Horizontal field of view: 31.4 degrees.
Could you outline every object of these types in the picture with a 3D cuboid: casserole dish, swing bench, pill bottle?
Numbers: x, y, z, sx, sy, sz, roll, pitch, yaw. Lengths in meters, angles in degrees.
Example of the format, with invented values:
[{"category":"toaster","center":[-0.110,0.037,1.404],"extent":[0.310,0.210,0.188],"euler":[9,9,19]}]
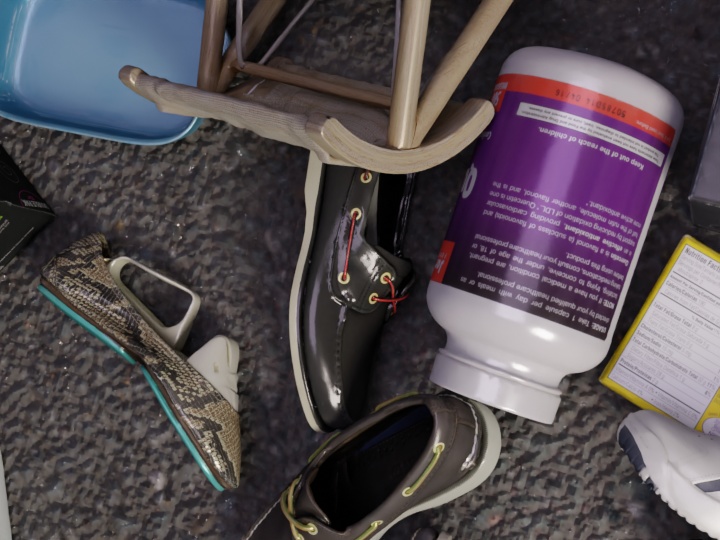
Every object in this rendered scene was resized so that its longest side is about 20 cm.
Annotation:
[{"category":"casserole dish","center":[-0.174,-0.150,0.875],"extent":[0.198,0.039,0.123],"euler":[11,88,17]},{"category":"swing bench","center":[-0.012,-0.162,0.748],"extent":[0.198,0.129,0.202],"euler":[22,92,45]},{"category":"pill bottle","center":[0.107,-0.019,0.744],"extent":[0.111,0.112,0.202],"euler":[19,89,16]}]

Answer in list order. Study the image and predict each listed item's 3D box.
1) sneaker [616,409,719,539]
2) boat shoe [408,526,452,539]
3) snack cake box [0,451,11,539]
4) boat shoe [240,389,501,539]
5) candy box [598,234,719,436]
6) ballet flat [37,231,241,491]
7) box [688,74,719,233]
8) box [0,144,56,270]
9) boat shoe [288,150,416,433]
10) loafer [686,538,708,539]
[{"category":"sneaker","center":[0.248,0.100,0.685],"extent":[0.198,0.079,0.130],"euler":[33,97,16]},{"category":"boat shoe","center":[-0.015,0.232,0.775],"extent":[0.062,0.073,0.201],"euler":[33,98,13]},{"category":"snack cake box","center":[-0.339,0.195,0.870],"extent":[0.198,0.067,0.116],"euler":[-12,82,14]},{"category":"boat shoe","center":[-0.011,0.133,0.765],"extent":[0.201,0.060,0.072],"euler":[-38,51,23]},{"category":"candy box","center":[0.249,0.074,0.740],"extent":[0.199,0.026,0.103],"euler":[33,94,16]},{"category":"ballet flat","center":[-0.127,0.048,0.832],"extent":[0.075,0.068,0.200],"euler":[-43,73,-9]},{"category":"box","center":[0.288,-0.056,0.692],"extent":[0.198,0.122,0.107],"euler":[15,89,16]},{"category":"box","center":[-0.324,-0.059,0.822],"extent":[0.124,0.200,0.149],"euler":[-43,76,7]},{"category":"boat shoe","center":[-0.001,0.000,0.792],"extent":[0.062,0.074,0.204],"euler":[2,81,23]},{"category":"loafer","center":[0.250,0.221,0.700],"extent":[0.199,0.073,0.072],"euler":[33,93,16]}]
